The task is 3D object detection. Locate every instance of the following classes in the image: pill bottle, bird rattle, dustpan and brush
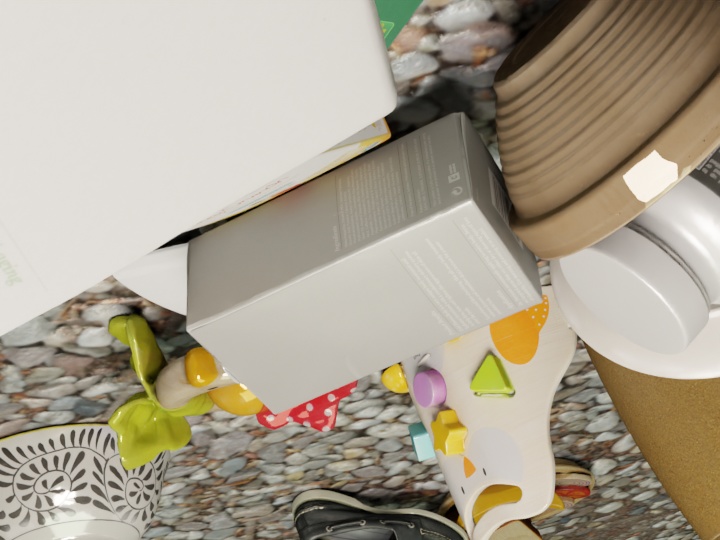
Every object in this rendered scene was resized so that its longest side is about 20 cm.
[{"bbox_3d":[0.219,-0.053,0.845,0.200,0.116,0.116,-47,155,-15],"label":"pill bottle"},{"bbox_3d":[-0.086,0.088,1.033,0.199,0.113,0.163,5,163,-23],"label":"bird rattle"},{"bbox_3d":[-0.078,0.007,0.994,0.139,0.057,0.200,-12,147,19],"label":"dustpan and brush"}]

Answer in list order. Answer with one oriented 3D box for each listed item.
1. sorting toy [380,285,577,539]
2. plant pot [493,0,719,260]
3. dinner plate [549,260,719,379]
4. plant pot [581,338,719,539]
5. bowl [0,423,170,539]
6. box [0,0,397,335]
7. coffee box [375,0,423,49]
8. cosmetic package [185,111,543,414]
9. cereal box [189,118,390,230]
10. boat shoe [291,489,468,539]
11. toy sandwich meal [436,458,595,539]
[{"bbox_3d":[0.104,0.138,1.161,0.106,0.181,0.200,2,147,-27],"label":"sorting toy"},{"bbox_3d":[0.141,-0.108,0.782,0.093,0.201,0.201,43,129,-10],"label":"plant pot"},{"bbox_3d":[0.221,-0.021,0.911,0.199,0.201,0.024,-18,142,8],"label":"dinner plate"},{"bbox_3d":[0.263,0.088,0.980,0.186,0.201,0.187,-10,153,-5],"label":"plant pot"},{"bbox_3d":[-0.263,0.222,1.242,0.200,0.094,0.201,-11,150,-6],"label":"bowl"},{"bbox_3d":[-0.121,-0.126,0.523,0.200,0.171,0.199,-31,144,-10],"label":"box"},{"bbox_3d":[-0.014,-0.170,0.700,0.123,0.044,0.200,3,148,-28],"label":"coffee box"},{"bbox_3d":[0.000,0.000,0.859,0.199,0.090,0.107,-21,134,19],"label":"cosmetic package"},{"bbox_3d":[-0.093,-0.049,0.779,0.144,0.040,0.200,-23,180,38],"label":"cereal box"},{"bbox_3d":[0.023,0.287,1.456,0.199,0.066,0.075,21,126,-19],"label":"boat shoe"},{"bbox_3d":[0.171,0.277,1.553,0.204,0.070,0.205,-10,151,-6],"label":"toy sandwich meal"}]
